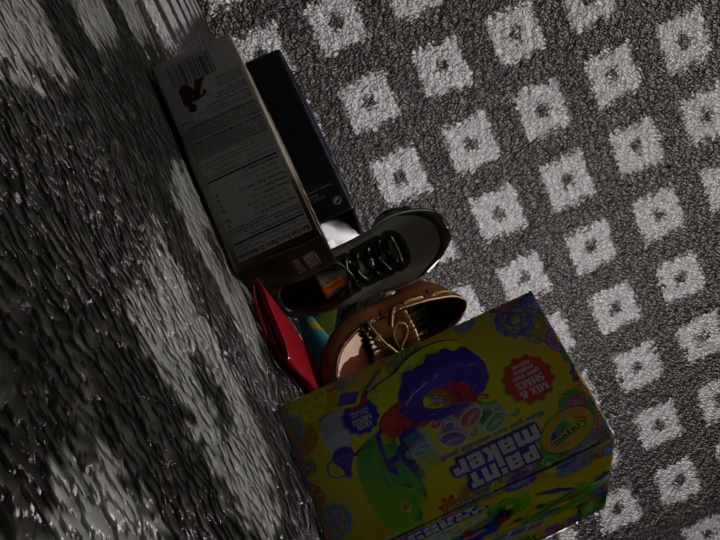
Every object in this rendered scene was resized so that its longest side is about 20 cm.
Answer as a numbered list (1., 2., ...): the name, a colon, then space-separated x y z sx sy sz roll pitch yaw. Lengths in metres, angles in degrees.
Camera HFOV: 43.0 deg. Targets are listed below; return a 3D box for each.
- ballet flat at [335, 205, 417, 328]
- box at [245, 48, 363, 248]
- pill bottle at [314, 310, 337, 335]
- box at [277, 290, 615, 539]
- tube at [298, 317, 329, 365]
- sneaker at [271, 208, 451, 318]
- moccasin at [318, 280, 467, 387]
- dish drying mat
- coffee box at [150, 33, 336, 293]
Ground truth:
1. ballet flat: 0.025 0.013 1.002 0.074 0.074 0.201 66 36 -63
2. box: -0.087 -0.103 1.021 0.200 0.123 0.199 70 -6 -76
3. pill bottle: -0.039 0.016 1.209 0.112 0.112 0.201 72 -7 -87
4. box: 0.071 0.144 0.688 0.193 0.199 0.122 68 -2 -60
5. tube: -0.035 0.110 1.036 0.200 0.050 0.078 -123 -168 -56
6. sneaker: 0.000 0.000 0.921 0.074 0.200 0.079 64 9 -5
7. moccasin: 0.036 0.070 0.905 0.078 0.201 0.074 5 -71 40
8. dish drying mat: -0.061 0.076 0.838 0.200 0.018 0.077 65 1 -68
9. coffee box: -0.101 -0.089 0.811 0.113 0.080 0.200 71 -5 -78
